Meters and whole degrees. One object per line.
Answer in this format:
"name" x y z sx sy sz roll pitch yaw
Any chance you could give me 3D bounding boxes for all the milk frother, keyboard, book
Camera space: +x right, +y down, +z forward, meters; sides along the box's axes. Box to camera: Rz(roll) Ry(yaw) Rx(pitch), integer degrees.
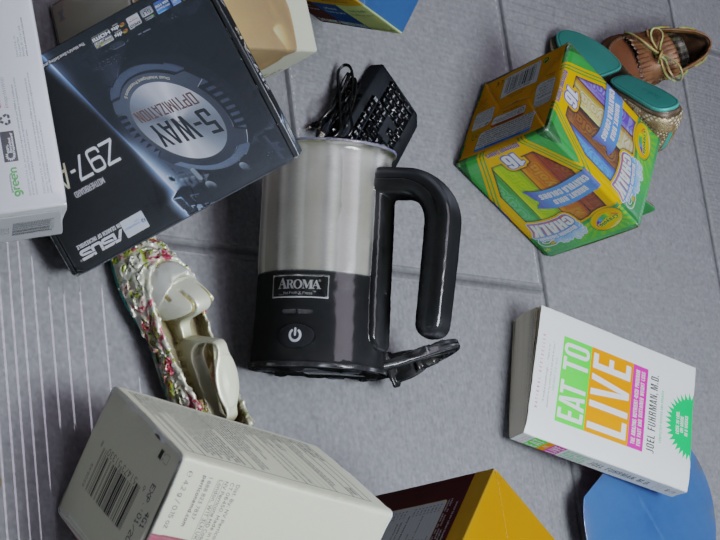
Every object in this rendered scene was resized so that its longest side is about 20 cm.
"milk frother" 0.000 0.000 1.494 0.200 0.179 0.190 78 16 -82
"keyboard" 0.000 -0.116 1.614 0.104 0.039 0.201 48 45 -23
"book" 0.239 0.132 1.728 0.199 0.048 0.135 20 62 -24

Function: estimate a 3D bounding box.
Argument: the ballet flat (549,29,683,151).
"ballet flat" 0.263 -0.186 1.861 0.070 0.200 0.066 -14 129 -25

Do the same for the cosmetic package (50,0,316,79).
"cosmetic package" -0.143 -0.199 1.447 0.199 0.105 0.072 -6 79 -46

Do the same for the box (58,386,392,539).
"box" -0.100 0.179 1.298 0.199 0.128 0.110 21 97 -37

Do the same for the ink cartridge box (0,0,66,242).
"ink cartridge box" -0.310 -0.118 1.233 0.174 0.084 0.202 -9 80 -14

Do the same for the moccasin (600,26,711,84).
"moccasin" 0.332 -0.240 1.980 0.200 0.077 0.074 -10 82 -48

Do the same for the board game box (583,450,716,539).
"board game box" 0.282 0.254 1.769 0.200 0.039 0.159 -43 107 -38

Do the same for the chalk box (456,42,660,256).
"chalk box" 0.215 -0.104 1.771 0.200 0.124 0.125 42 49 -26

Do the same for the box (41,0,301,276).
"box" -0.167 -0.112 1.328 0.161 0.199 0.044 62 6 -8

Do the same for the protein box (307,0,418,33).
"protein box" -0.025 -0.349 1.549 0.199 0.135 0.200 30 83 -35

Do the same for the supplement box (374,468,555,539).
"supplement box" 0.036 0.287 1.375 0.133 0.199 0.198 49 46 -22

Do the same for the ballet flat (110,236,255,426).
"ballet flat" -0.134 0.052 1.389 0.075 0.064 0.201 -25 93 -49
